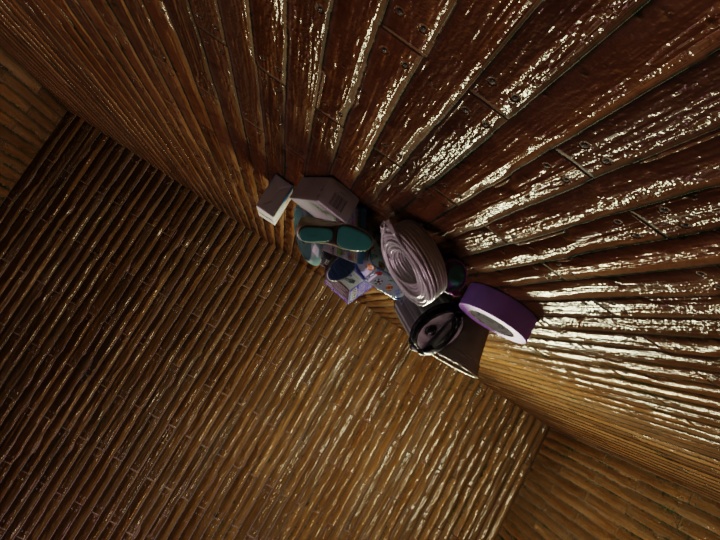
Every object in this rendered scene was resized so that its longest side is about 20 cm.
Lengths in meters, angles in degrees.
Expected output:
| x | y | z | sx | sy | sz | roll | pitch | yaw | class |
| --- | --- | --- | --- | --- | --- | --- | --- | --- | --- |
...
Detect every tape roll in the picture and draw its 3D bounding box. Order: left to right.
| x | y | z | sx | sy | sz | roll | pitch | yaw | class |
| --- | --- | --- | --- | --- | --- | --- | --- | --- | --- |
| 0.359 | 0.112 | 1.373 | 0.197 | 0.066 | 0.200 | 31 | 172 | 5 | tape roll |

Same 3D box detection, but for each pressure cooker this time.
| x | y | z | sx | sy | sz | roll | pitch | yaw | class |
| --- | --- | --- | --- | --- | --- | --- | --- | --- | --- |
| 0.202 | 0.137 | 1.511 | 0.201 | 0.175 | 0.179 | -120 | 19 | -44 | pressure cooker |

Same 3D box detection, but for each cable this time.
| x | y | z | sx | sy | sz | roll | pitch | yaw | class |
| --- | --- | --- | --- | --- | --- | --- | --- | --- | --- |
| 0.121 | -0.018 | 1.216 | 0.201 | 0.068 | 0.201 | 52 | 160 | 21 | cable |

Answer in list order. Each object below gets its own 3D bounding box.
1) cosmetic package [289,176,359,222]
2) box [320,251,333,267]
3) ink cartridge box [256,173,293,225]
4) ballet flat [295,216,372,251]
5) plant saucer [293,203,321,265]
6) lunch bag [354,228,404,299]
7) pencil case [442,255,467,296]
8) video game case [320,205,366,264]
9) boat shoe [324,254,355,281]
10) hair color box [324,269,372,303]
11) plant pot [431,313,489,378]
| x | y | z | sx | sy | sz | roll | pitch | yaw | class |
| --- | --- | --- | --- | --- | --- | --- | --- | --- | --- |
| -0.096 | -0.184 | 1.341 | 0.101 | 0.075 | 0.199 | 36 | 173 | -30 | cosmetic package |
| -0.064 | -0.022 | 1.747 | 0.197 | 0.050 | 0.158 | 32 | -169 | -4 | box |
| -0.269 | -0.217 | 1.647 | 0.067 | 0.117 | 0.200 | 32 | 173 | -5 | ink cartridge box |
| -0.065 | -0.097 | 1.304 | 0.195 | 0.071 | 0.069 | 11 | 177 | -16 | ballet flat |
| -0.163 | -0.111 | 1.556 | 0.027 | 0.205 | 0.200 | -13 | 180 | -20 | plant saucer |
| 0.066 | -0.018 | 1.450 | 0.199 | 0.075 | 0.163 | 34 | -146 | -35 | lunch bag |
| 0.182 | 0.007 | 1.323 | 0.083 | 0.095 | 0.199 | -7 | -172 | -24 | pencil case |
| -0.049 | -0.109 | 1.410 | 0.017 | 0.147 | 0.199 | -4 | -165 | -34 | video game case |
| -0.039 | -0.044 | 1.501 | 0.072 | 0.199 | 0.073 | 21 | 140 | 42 | boat shoe |
| 0.000 | 0.000 | 1.548 | 0.109 | 0.198 | 0.066 | 38 | 142 | 28 | hair color box |
| 0.316 | 0.205 | 1.631 | 0.197 | 0.186 | 0.201 | 28 | 172 | 4 | plant pot |
